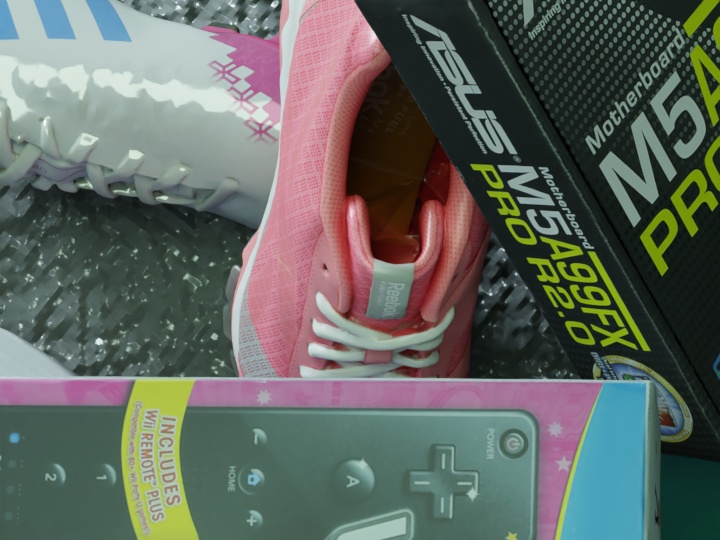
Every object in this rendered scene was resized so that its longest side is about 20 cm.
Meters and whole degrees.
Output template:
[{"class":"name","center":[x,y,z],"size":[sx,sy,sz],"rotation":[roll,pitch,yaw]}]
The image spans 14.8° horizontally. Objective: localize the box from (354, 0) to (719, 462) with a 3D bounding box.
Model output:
[{"class":"box","center":[0.104,-0.074,0.745],"size":[0.044,0.161,0.200],"rotation":[5,45,48]}]

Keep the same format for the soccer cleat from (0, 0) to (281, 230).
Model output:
[{"class":"soccer cleat","center":[-0.080,-0.046,0.844],"size":[0.199,0.070,0.086],"rotation":[29,56,20]}]

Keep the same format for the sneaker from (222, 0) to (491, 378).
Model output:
[{"class":"sneaker","center":[0.000,0.000,0.767],"size":[0.073,0.087,0.201],"rotation":[1,117,-4]}]

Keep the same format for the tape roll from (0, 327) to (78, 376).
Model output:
[{"class":"tape roll","center":[-0.138,0.114,0.820],"size":[0.199,0.066,0.201],"rotation":[-3,74,11]}]

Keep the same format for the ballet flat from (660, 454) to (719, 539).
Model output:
[{"class":"ballet flat","center":[0.149,0.040,0.789],"size":[0.199,0.071,0.066],"rotation":[-2,47,9]}]

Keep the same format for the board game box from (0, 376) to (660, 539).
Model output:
[{"class":"board game box","center":[-0.028,0.101,0.668],"size":[0.199,0.064,0.148],"rotation":[0,76,8]}]
